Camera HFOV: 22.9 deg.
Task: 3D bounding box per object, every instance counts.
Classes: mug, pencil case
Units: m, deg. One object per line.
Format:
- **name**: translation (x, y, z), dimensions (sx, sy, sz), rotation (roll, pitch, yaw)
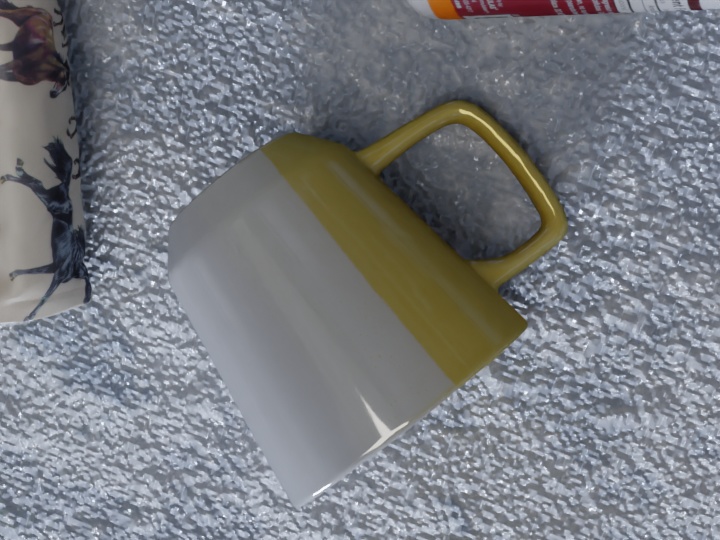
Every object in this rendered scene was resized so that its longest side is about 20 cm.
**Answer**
- **mug**: translation (-0.007, 0.006, 0.910), dimensions (0.153, 0.186, 0.149), rotation (52, 148, 4)
- **pencil case**: translation (-0.195, -0.064, 0.954), dimensions (0.089, 0.078, 0.201), rotation (7, 112, 28)

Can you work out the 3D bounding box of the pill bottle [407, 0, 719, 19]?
- **pill bottle**: translation (0.118, -0.173, 0.799), dimensions (0.199, 0.113, 0.114), rotation (0, 109, 16)
